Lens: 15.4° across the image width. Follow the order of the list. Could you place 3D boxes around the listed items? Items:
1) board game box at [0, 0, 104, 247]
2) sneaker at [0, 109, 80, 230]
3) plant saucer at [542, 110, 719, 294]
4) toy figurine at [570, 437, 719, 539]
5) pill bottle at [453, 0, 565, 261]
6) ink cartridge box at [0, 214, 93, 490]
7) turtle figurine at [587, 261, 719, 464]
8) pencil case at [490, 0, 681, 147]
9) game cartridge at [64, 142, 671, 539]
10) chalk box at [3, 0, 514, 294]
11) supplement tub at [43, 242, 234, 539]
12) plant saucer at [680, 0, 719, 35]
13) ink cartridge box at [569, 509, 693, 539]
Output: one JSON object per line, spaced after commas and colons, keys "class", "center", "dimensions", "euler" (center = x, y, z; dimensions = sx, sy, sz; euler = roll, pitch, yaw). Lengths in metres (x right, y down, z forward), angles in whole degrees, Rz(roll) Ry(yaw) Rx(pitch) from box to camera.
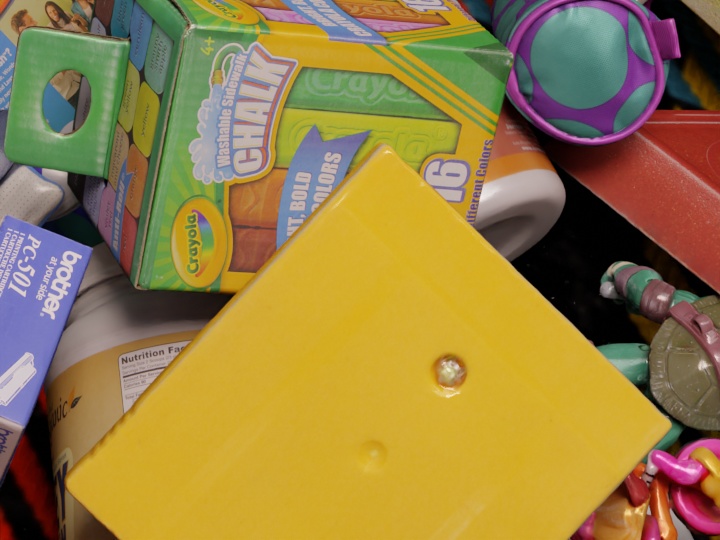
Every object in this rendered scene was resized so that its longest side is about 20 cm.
{"class": "board game box", "center": [-0.133, -0.098, 1.318], "dimensions": [0.200, 0.152, 0.045], "euler": [49, 25, 1]}
{"class": "sneaker", "center": [-0.190, -0.083, 1.283], "dimensions": [0.146, 0.201, 0.081], "euler": [12, 15, 7]}
{"class": "plant saucer", "center": [0.228, -0.033, 1.399], "dimensions": [0.199, 0.037, 0.200], "euler": [-2, 31, -38]}
{"class": "toy figurine", "center": [0.099, 0.128, 1.220], "dimensions": [0.183, 0.150, 0.201], "euler": [22, 71, -11]}
{"class": "pill bottle", "center": [0.015, -0.093, 1.398], "dimensions": [0.112, 0.112, 0.201], "euler": [-20, 70, -27]}
{"class": "ink cartridge box", "center": [-0.172, 0.066, 1.196], "dimensions": [0.044, 0.200, 0.094], "euler": [21, 58, -6]}
{"class": "turtle figurine", "center": [0.161, 0.054, 1.334], "dimensions": [0.199, 0.101, 0.150], "euler": [-20, 70, -22]}
{"class": "pencil case", "center": [0.116, -0.127, 1.404], "dimensions": [0.092, 0.200, 0.086], "euler": [-13, 106, 6]}
{"class": "game cartridge", "center": [0.003, 0.077, 1.135], "dimensions": [0.176, 0.032, 0.200], "euler": [44, 90, -7]}
{"class": "chalk box", "center": [-0.055, -0.067, 1.177], "dimensions": [0.199, 0.125, 0.124], "euler": [2, 23, -23]}
{"class": "supplement tub", "center": [-0.073, 0.092, 1.244], "dimensions": [0.144, 0.144, 0.201], "euler": [0, 66, -19]}
{"class": "plant saucer", "center": [0.221, -0.147, 1.477], "dimensions": [0.200, 0.200, 0.048], "euler": [44, 101, 14]}
{"class": "ink cartridge box", "center": [0.088, 0.160, 1.327], "dimensions": [0.173, 0.044, 0.201], "euler": [-16, 69, -25]}
